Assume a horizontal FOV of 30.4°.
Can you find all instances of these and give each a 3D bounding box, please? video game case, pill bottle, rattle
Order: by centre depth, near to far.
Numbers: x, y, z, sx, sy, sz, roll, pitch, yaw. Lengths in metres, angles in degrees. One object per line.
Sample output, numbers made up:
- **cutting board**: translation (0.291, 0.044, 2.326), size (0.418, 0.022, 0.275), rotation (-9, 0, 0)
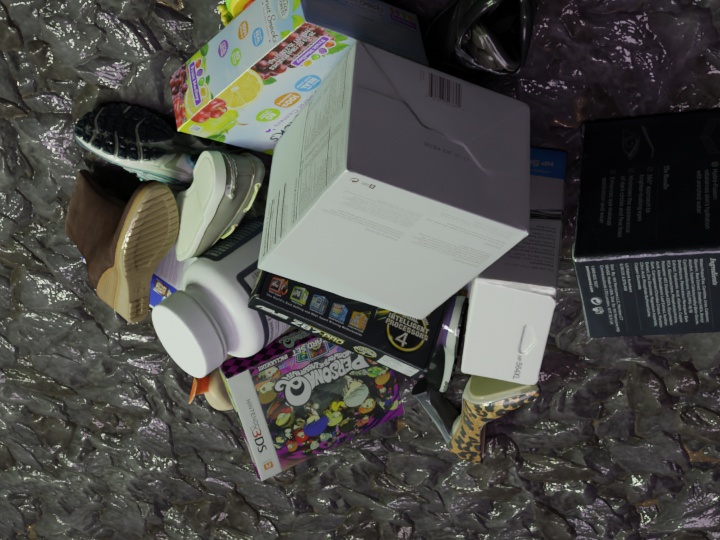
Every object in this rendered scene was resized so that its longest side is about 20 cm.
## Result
- **pill bottle**: translation (-0.122, 0.022, 1.430), size (0.119, 0.199, 0.121), rotation (36, 147, 29)
- **video game case**: translation (-0.053, 0.140, 1.558), size (0.198, 0.036, 0.183), rotation (-23, 132, -12)
- **rattle**: translation (-0.179, 0.124, 1.609), size (0.141, 0.199, 0.132), rotation (10, 110, 38)

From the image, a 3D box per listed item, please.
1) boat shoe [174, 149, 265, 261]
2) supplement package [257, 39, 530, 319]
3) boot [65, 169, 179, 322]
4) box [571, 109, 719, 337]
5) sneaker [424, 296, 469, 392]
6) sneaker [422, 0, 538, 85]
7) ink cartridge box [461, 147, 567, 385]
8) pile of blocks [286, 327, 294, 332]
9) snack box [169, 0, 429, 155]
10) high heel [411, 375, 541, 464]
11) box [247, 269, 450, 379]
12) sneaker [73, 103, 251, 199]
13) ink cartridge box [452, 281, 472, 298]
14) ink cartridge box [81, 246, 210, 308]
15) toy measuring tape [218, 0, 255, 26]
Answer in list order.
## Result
- **boat shoe**: translation (-0.155, -0.065, 1.401), size (0.059, 0.073, 0.202), rotation (-5, 160, -24)
- **supplement package**: translation (0.031, -0.080, 1.260), size (0.189, 0.149, 0.200), rotation (18, 148, -21)
- **boot**: translation (-0.276, -0.059, 1.463), size (0.072, 0.167, 0.202), rotation (-16, 142, -36)
- **box**: translation (0.314, -0.047, 1.287), size (0.197, 0.198, 0.118), rotation (-4, 135, 18)
- **sneaker**: translation (0.075, 0.075, 1.550), size (0.086, 0.077, 0.201), rotation (13, 153, 7)
- **sneaker**: translation (0.104, -0.207, 1.246), size (0.076, 0.115, 0.200), rotation (28, 137, -12)
- **ink cartridge box**: translation (0.160, -0.008, 1.366), size (0.083, 0.202, 0.147), rotation (9, 136, 5)
- **pile of blocks**: translation (-0.155, 0.021, 1.567), size (0.197, 0.083, 0.063), rotation (11, 127, 2)
- **snack box**: translation (-0.061, -0.193, 1.287), size (0.167, 0.069, 0.199), rotation (11, 148, -44)
- **high heel**: translation (0.172, 0.185, 1.645), size (0.198, 0.072, 0.143), rotation (-10, 127, 46)
- **box**: translation (0.000, 0.000, 1.384), size (0.198, 0.163, 0.049), rotation (24, 158, -9)
- **sneaker**: translation (-0.221, -0.114, 1.453), size (0.197, 0.078, 0.087), rotation (17, 140, -2)
- **ink cartridge box**: translation (0.036, -0.055, 1.466), size (0.195, 0.044, 0.202), rotation (7, 138, 8)
- **ink cartridge box**: translation (-0.240, -0.009, 1.543), size (0.198, 0.037, 0.096), rotation (29, 121, 22)
- **toy measuring tape**: translation (-0.073, -0.285, 1.238), size (0.073, 0.074, 0.199), rotation (38, 134, -23)
